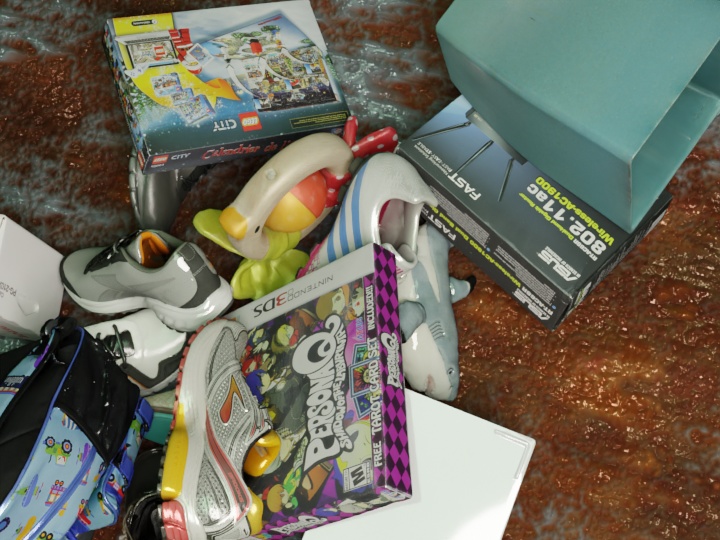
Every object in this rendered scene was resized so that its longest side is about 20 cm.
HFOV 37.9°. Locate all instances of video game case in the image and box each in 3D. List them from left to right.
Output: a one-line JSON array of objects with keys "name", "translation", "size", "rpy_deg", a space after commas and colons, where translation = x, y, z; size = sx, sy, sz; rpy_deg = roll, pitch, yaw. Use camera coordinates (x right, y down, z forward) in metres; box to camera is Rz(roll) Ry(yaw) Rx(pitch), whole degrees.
[{"name": "video game case", "translation": [-0.044, 0.100, 0.813], "size": [0.180, 0.036, 0.201], "rpy_deg": [-25, 52, 33]}]

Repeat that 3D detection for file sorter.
[{"name": "file sorter", "translation": [0.038, 0.209, 0.834], "size": [0.138, 0.125, 0.201], "rpy_deg": [20, 79, 11]}]

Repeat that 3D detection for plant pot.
[{"name": "plant pot", "translation": [0.168, -0.159, 0.824], "size": [0.199, 0.141, 0.142], "rpy_deg": [35, 82, 23]}]

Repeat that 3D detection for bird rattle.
[{"name": "bird rattle", "translation": [-0.047, -0.058, 0.901], "size": [0.199, 0.163, 0.113], "rpy_deg": [-36, 76, 2]}]

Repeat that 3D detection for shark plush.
[{"name": "shark plush", "translation": [0.064, 0.011, 0.932], "size": [0.083, 0.091, 0.201], "rpy_deg": [17, 62, -13]}]

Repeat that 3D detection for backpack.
[{"name": "backpack", "translation": [-0.268, 0.159, 0.798], "size": [0.181, 0.135, 0.201], "rpy_deg": [-21, 36, 23]}]

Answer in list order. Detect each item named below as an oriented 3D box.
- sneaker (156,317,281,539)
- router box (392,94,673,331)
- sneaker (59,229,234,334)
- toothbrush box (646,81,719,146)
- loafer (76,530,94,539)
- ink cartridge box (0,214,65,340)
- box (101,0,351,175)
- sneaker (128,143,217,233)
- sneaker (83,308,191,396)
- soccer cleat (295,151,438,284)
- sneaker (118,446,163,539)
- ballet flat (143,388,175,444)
[{"name": "sneaker", "translation": [-0.099, 0.120, 0.784], "size": [0.081, 0.078, 0.201], "rpy_deg": [3, 45, -3]}, {"name": "router box", "translation": [0.143, -0.069, 0.899], "size": [0.200, 0.062, 0.150], "rpy_deg": [42, 63, 15]}, {"name": "sneaker", "translation": [-0.195, -0.004, 0.917], "size": [0.199, 0.080, 0.074], "rpy_deg": [7, 41, 38]}, {"name": "toothbrush box", "translation": [0.279, -0.208, 0.931], "size": [0.200, 0.085, 0.147], "rpy_deg": [-41, 73, -3]}, {"name": "loafer", "translation": [-0.261, 0.231, 0.906], "size": [0.070, 0.068, 0.201], "rpy_deg": [43, 78, -15]}, {"name": "ink cartridge box", "translation": [-0.383, -0.001, 0.936], "size": [0.198, 0.145, 0.085], "rpy_deg": [7, 76, 10]}, {"name": "box", "translation": [-0.119, -0.171, 0.953], "size": [0.199, 0.038, 0.138], "rpy_deg": [-12, 74, -26]}, {"name": "sneaker", "translation": [-0.159, -0.121, 0.978], "size": [0.090, 0.076, 0.202], "rpy_deg": [12, 80, 2]}, {"name": "sneaker", "translation": [-0.238, 0.083, 0.930], "size": [0.199, 0.080, 0.074], "rpy_deg": [-24, 71, -1]}, {"name": "soccer cleat", "translation": [0.000, 0.000, 0.877], "size": [0.086, 0.069, 0.201], "rpy_deg": [42, 121, 36]}, {"name": "sneaker", "translation": [-0.154, 0.188, 0.836], "size": [0.074, 0.107, 0.200], "rpy_deg": [-18, 36, -10]}, {"name": "ballet flat", "translation": [-0.105, 0.131, 0.916], "size": [0.198, 0.068, 0.063], "rpy_deg": [12, 52, 6]}]
